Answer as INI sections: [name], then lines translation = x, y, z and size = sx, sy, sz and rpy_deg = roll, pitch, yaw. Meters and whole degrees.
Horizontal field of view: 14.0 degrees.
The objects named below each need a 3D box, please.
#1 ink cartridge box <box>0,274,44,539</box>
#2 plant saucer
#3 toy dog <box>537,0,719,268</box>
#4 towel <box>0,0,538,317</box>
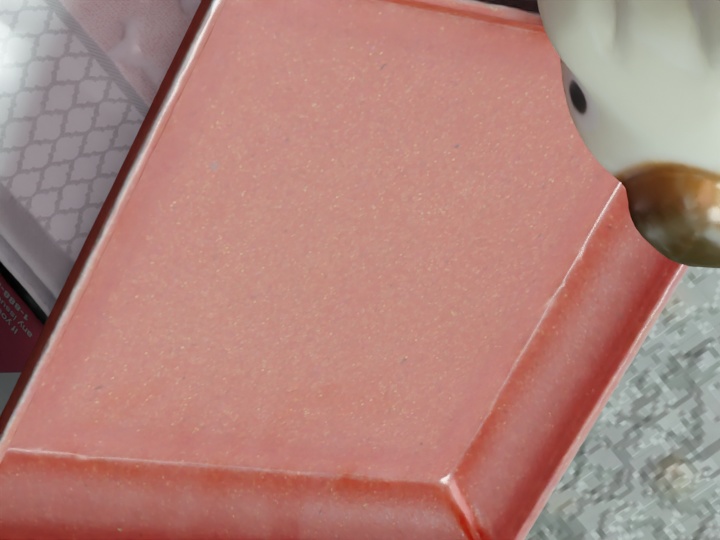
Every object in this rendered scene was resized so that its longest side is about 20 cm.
[ink cartridge box]
translation = -0.140, 0.092, 0.845
size = 0.084, 0.200, 0.145
rpy_deg = -32, 106, 26
[plant saucer]
translation = 0.000, 0.000, 0.833
size = 0.199, 0.037, 0.201
rpy_deg = 7, 125, -36
[toy dog]
translation = 0.133, -0.084, 0.717
size = 0.199, 0.140, 0.194
rpy_deg = -23, 147, 36
[towel]
translation = -0.046, -0.083, 0.800
size = 0.191, 0.032, 0.200
rpy_deg = -38, 128, 2
